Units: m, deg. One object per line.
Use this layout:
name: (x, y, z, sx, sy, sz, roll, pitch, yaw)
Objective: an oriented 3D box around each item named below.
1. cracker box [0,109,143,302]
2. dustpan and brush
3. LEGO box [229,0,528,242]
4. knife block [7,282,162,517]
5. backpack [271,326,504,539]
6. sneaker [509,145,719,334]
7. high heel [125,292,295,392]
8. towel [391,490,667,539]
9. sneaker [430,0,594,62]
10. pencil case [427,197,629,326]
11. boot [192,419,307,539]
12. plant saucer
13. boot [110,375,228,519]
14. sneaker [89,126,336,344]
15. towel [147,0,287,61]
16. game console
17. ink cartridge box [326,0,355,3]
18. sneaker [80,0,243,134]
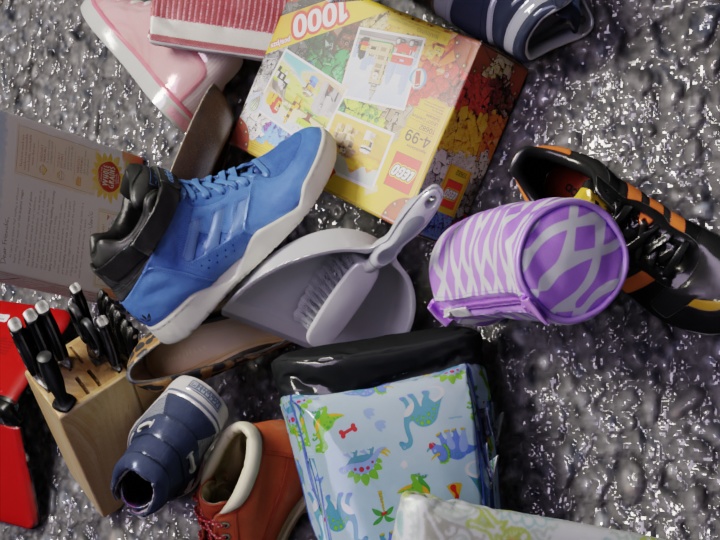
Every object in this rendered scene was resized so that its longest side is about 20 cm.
cracker box: (-0.281, -0.054, 1.301, 0.057, 0.199, 0.136, -3, 78, 36)
dustpan and brush: (0.000, 0.000, 1.091, 0.201, 0.138, 0.058, -54, 27, 28)
LEGO box: (0.011, -0.127, 1.173, 0.199, 0.077, 0.150, 27, 96, 38)
knife block: (-0.239, 0.109, 1.239, 0.064, 0.175, 0.201, 44, 112, 35)
backpack: (0.028, 0.152, 1.060, 0.161, 0.154, 0.203, -7, 94, -5)
sneaker: (0.179, -0.022, 1.015, 0.200, 0.090, 0.070, 40, 104, 36)
high heel: (-0.087, 0.041, 1.165, 0.199, 0.142, 0.072, -26, 92, 36)
towel: (0.106, 0.245, 0.972, 0.197, 0.048, 0.173, 11, 86, -7)
sneaker: (0.148, -0.248, 1.103, 0.108, 0.070, 0.201, 40, 99, 29)
pencil case: (0.105, -0.001, 1.008, 0.085, 0.200, 0.084, -40, 96, -14)
boot: (-0.104, 0.202, 1.172, 0.075, 0.107, 0.202, 33, 102, 35)
plant saucer: (-0.143, -0.054, 1.233, 0.032, 0.200, 0.202, 21, 94, -2)
boot: (-0.168, 0.158, 1.183, 0.072, 0.091, 0.200, 35, 148, 4)
sneaker: (-0.114, -0.053, 1.102, 0.200, 0.111, 0.077, -46, 23, -1)
towel: (-0.097, -0.277, 1.274, 0.142, 0.023, 0.203, 8, 79, 4)
game console: (-0.355, 0.129, 1.432, 0.198, 0.119, 0.173, 6, 52, 37)
ink cartridge box: (0.029, -0.277, 1.108, 0.147, 0.200, 0.083, -44, 86, 22)
sneaker: (-0.170, -0.213, 1.337, 0.105, 0.075, 0.200, -45, 49, 4)
